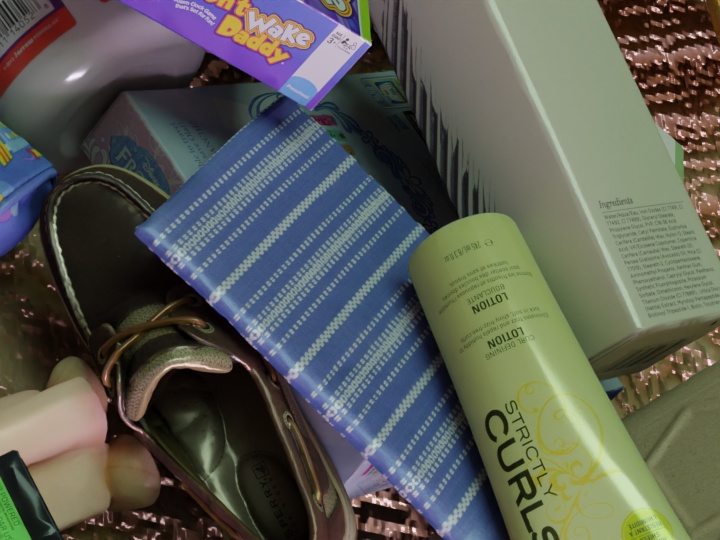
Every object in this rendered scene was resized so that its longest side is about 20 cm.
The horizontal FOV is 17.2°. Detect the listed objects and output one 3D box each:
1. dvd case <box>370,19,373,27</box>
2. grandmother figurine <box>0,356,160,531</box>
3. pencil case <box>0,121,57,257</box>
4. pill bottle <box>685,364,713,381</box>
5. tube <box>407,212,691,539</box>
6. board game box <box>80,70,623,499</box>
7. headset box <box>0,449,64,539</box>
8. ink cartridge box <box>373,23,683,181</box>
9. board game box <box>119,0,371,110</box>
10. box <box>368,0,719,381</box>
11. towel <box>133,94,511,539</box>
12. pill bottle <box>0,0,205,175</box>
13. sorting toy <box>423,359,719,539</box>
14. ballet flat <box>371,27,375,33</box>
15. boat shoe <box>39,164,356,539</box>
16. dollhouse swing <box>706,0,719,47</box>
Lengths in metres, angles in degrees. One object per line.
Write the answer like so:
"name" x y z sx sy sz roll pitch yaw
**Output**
"dvd case" -0.087 -0.195 1.100 0.200 0.016 0.149 20 37 -35
"grandmother figurine" -0.177 0.089 0.909 0.200 0.061 0.121 -23 62 -45
"pencil case" -0.224 -0.071 0.996 0.200 0.078 0.087 39 64 1
"pill bottle" 0.169 0.138 1.049 0.111 0.111 0.200 26 44 -11
"tube" 0.078 0.069 0.956 0.052 0.058 0.200 5 52 -41
"board game box" 0.000 0.000 1.081 0.199 0.043 0.200 -9 59 -52
"headset box" -0.154 0.179 0.778 0.200 0.093 0.174 -22 67 -20
"ink cartridge box" 0.076 -0.074 1.165 0.200 0.048 0.146 38 30 -15
"board game box" -0.066 -0.176 1.040 0.134 0.045 0.200 28 35 -27
"box" 0.083 -0.052 1.048 0.082 0.068 0.200 -7 68 -46
"towel" 0.006 0.025 0.996 0.200 0.024 0.145 45 34 -3
"pill bottle" -0.165 -0.147 1.073 0.112 0.113 0.200 -23 69 -42
"sorting toy" 0.133 0.123 0.973 0.037 0.185 0.200 59 0 -31
"ballet flat" -0.037 -0.132 1.168 0.200 0.068 0.068 -5 54 -46
"boat shoe" -0.069 0.038 0.952 0.072 0.072 0.200 -30 78 1
"dollhouse swing" 0.129 -0.187 1.295 0.181 0.176 0.200 -1 17 3
